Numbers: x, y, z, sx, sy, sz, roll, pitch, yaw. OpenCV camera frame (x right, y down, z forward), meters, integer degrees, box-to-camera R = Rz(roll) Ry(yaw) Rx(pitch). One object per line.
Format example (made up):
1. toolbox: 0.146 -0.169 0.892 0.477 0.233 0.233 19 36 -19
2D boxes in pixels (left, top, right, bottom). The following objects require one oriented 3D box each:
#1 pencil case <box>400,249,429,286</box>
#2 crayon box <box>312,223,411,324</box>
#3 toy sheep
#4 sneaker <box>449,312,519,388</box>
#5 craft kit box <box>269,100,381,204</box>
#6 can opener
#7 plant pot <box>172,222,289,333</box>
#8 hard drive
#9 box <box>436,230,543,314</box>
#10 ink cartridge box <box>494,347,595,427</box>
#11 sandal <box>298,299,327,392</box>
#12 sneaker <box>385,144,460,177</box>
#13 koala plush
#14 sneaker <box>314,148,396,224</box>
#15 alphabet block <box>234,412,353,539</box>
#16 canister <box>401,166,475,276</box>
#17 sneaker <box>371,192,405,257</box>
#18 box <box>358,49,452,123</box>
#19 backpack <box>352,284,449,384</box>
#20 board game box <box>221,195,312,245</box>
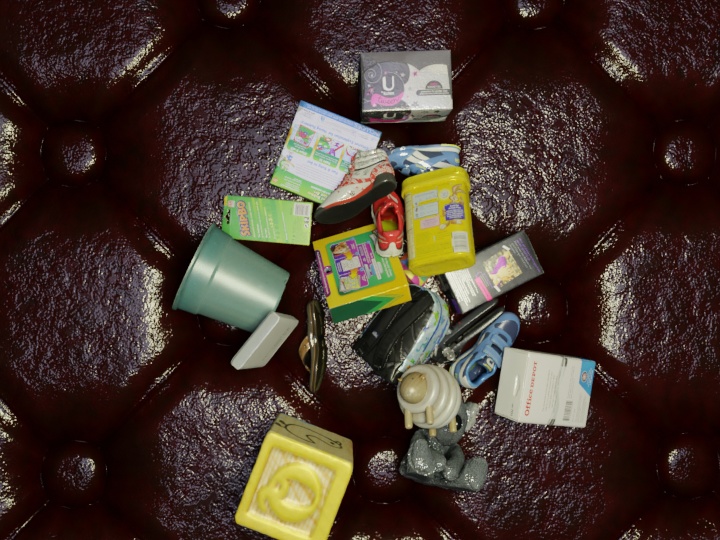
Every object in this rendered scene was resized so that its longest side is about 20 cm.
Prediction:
1. pencil case: 0.160 -0.052 1.479 0.088 0.088 0.201 40 90 -1
2. crayon box: 0.000 0.000 1.428 0.170 0.059 0.201 -16 48 -2
3. toy sheep: 0.142 0.258 1.347 0.136 0.199 0.140 -16 60 29
4. sneaker: 0.285 0.181 1.465 0.074 0.082 0.201 40 90 -13
5. craft kit box: -0.076 -0.248 1.494 0.198 0.049 0.200 22 86 -1
6. can opener: 0.227 0.131 1.457 0.200 0.079 0.063 -43 118 14
7. plant pot: -0.266 0.030 1.420 0.194 0.200 0.202 25 89 -9
8. hard drive: -0.197 0.148 1.406 0.027 0.200 0.132 38 88 8
9. box: 0.277 0.004 1.459 0.198 0.122 0.107 -26 89 -2
10. ink cartridge box: 0.399 0.252 1.441 0.198 0.086 0.149 11 89 -26
11. sandal: -0.110 0.166 1.473 0.054 0.082 0.203 -4 91 15
12. sneaker: 0.127 -0.233 1.484 0.197 0.074 0.084 -3 91 0
13. koala plush: 0.176 0.360 1.453 0.175 0.184 0.203 18 68 -10
14. sneaker: -0.018 -0.185 1.448 0.200 0.067 0.109 -26 56 21
15. alphabet block: -0.132 0.439 1.405 0.193 0.200 0.199 20 89 -2
16. canister: 0.163 -0.100 1.398 0.147 0.086 0.203 -12 65 22
17. sneaker: 0.065 -0.120 1.426 0.076 0.086 0.202 -3 46 -4
18. box: 0.096 -0.399 1.463 0.197 0.115 0.134 -2 89 -1
19. backpack: 0.101 0.128 1.440 0.153 0.163 0.202 16 102 -41
20. board game box: -0.208 -0.112 1.496 0.197 0.030 0.097 5 89 -4
